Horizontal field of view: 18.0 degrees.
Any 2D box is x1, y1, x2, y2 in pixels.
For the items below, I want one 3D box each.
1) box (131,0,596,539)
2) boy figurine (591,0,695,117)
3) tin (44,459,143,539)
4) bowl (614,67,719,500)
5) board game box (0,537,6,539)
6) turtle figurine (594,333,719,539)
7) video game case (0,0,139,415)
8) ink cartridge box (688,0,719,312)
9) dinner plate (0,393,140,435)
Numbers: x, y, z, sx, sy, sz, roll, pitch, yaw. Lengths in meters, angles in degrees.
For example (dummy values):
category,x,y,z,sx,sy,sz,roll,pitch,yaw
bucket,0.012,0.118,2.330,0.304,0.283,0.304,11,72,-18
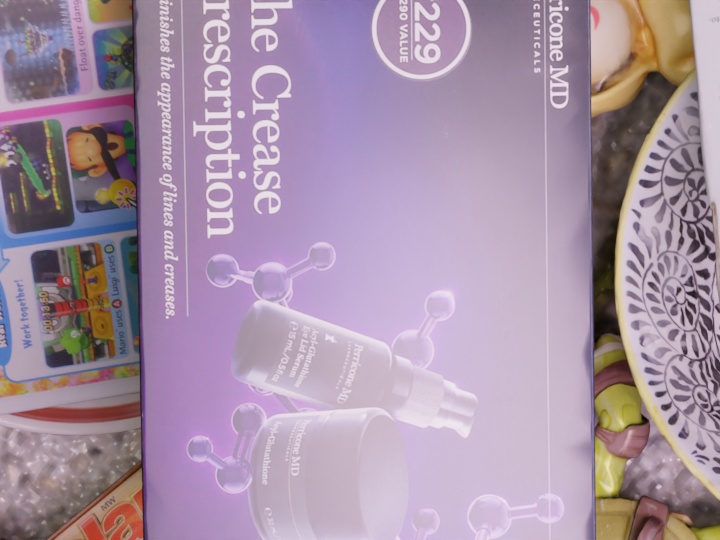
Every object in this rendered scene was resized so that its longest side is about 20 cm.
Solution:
category,x,y,z,sx,sy,sz,roll,pitch,yaw
box,0.000,0.000,0.710,0.140,0.079,0.201,-2,93,-6
boy figurine,0.126,-0.113,0.767,0.199,0.064,0.125,-24,89,7
tin,-0.059,0.124,0.821,0.200,0.042,0.112,-39,88,10
bowl,0.186,0.010,0.727,0.199,0.094,0.202,-5,69,14
board game box,-0.223,0.152,0.802,0.199,0.097,0.160,17,95,24
turtle figurine,0.104,0.094,0.774,0.160,0.064,0.201,8,93,11
video game case,-0.078,-0.054,0.765,0.181,0.024,0.201,-9,112,-9
ink cartridge box,0.190,-0.087,0.656,0.199,0.041,0.201,-13,69,32
dinner plate,-0.093,-0.039,0.795,0.199,0.024,0.201,-5,112,-14
